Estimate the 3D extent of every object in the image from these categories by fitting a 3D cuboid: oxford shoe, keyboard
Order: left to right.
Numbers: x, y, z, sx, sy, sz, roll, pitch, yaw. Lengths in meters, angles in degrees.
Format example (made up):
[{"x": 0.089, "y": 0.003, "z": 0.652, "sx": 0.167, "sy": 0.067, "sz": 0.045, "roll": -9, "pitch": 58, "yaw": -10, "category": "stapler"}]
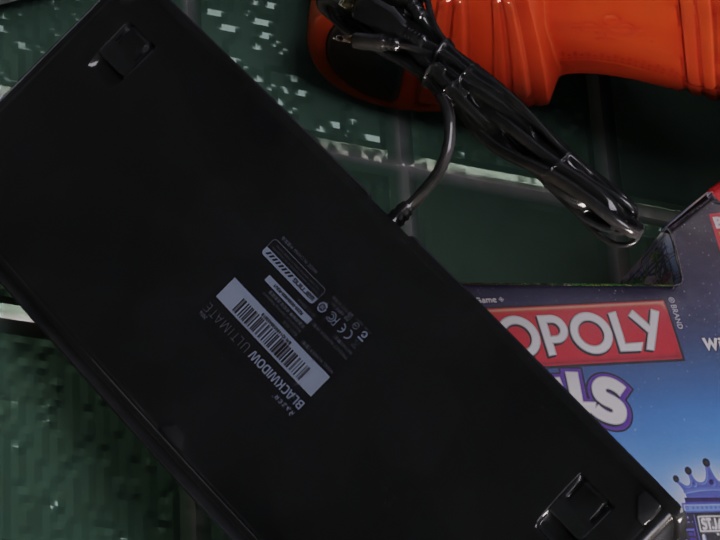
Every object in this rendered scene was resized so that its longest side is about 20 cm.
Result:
[{"x": 0.000, "y": 0.000, "z": 0.682, "sx": 0.127, "sy": 0.021, "sz": 0.200, "roll": -45, "pitch": 65, "yaw": 0, "category": "keyboard"}, {"x": 0.086, "y": -0.088, "z": 0.777, "sx": 0.198, "sy": 0.071, "sz": 0.073, "roll": 1, "pitch": 56, "yaw": 3, "category": "oxford shoe"}]

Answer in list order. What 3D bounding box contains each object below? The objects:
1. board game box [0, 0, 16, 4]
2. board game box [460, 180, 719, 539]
[{"x": -0.122, "y": -0.124, "z": 0.745, "sx": 0.199, "sy": 0.035, "sz": 0.127, "roll": -18, "pitch": 73, "yaw": -34, "category": "board game box"}, {"x": 0.080, "y": 0.060, "z": 0.736, "sx": 0.199, "sy": 0.062, "sz": 0.201, "roll": 1, "pitch": 61, "yaw": -24, "category": "board game box"}]
